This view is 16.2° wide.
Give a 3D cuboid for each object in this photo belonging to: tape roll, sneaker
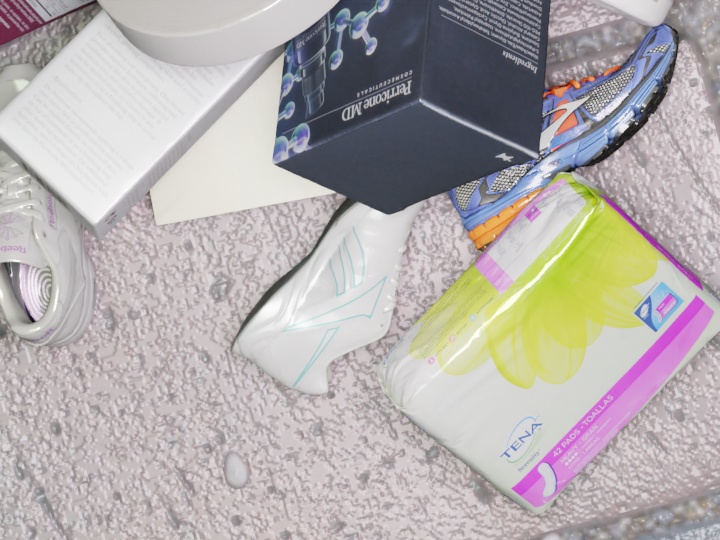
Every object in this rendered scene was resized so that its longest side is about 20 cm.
[{"bbox_3d":[-0.082,-0.223,1.633,0.203,0.037,0.203,-14,53,19],"label":"tape roll"},{"bbox_3d":[0.000,0.000,1.744,0.080,0.070,0.200,39,103,-4],"label":"sneaker"},{"bbox_3d":[-0.224,-0.045,1.743,0.075,0.100,0.200,-8,91,12],"label":"sneaker"},{"bbox_3d":[0.135,-0.102,1.718,0.200,0.075,0.078,-41,85,5],"label":"sneaker"}]

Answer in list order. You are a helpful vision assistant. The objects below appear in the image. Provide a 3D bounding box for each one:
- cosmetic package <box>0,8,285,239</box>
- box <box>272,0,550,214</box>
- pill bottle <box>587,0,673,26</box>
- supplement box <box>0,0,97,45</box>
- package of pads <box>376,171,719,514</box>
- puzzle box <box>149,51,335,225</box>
[{"bbox_3d":[-0.143,-0.128,1.698,0.101,0.071,0.200,44,83,3],"label":"cosmetic package"},{"bbox_3d":[0.036,-0.159,1.638,0.148,0.107,0.200,-20,57,46],"label":"box"},{"bbox_3d":[0.191,-0.273,1.683,0.111,0.111,0.200,25,95,4],"label":"pill bottle"},{"bbox_3d":[-0.274,-0.215,1.731,0.200,0.086,0.110,-24,69,7],"label":"supplement box"},{"bbox_3d":[0.126,0.049,1.696,0.200,0.068,0.155,-48,120,6],"label":"package of pads"},{"bbox_3d":[-0.095,-0.140,1.762,0.133,0.025,0.200,-10,92,7],"label":"puzzle box"}]
